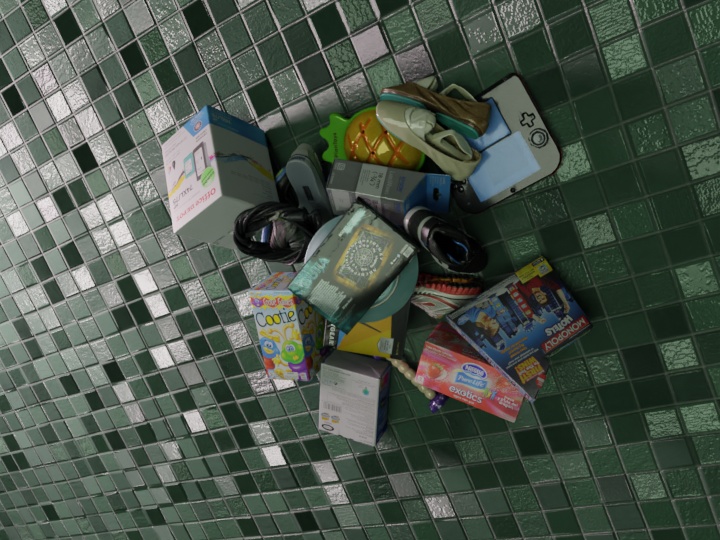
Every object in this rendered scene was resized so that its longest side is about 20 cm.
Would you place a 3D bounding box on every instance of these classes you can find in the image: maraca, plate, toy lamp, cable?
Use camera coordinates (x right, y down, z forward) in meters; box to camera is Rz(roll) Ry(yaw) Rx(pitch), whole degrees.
[{"bbox_3d":[0.020,-0.220,1.176,0.200,0.107,0.137,6,113,23],"label":"maraca"},{"bbox_3d":[0.000,0.000,1.152,0.200,0.026,0.201,2,108,5],"label":"plate"},{"bbox_3d":[0.091,0.197,1.341,0.200,0.058,0.058,42,121,2],"label":"toy lamp"},{"bbox_3d":[-0.154,-0.057,1.244,0.163,0.051,0.200,-5,154,-11],"label":"cable"}]

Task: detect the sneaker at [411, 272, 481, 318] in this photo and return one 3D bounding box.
[{"bbox_3d":[0.126,0.053,1.254,0.200,0.078,0.082,5,113,23],"label":"sneaker"}]

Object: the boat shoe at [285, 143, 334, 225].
[{"bbox_3d":[-0.088,-0.158,1.274,0.074,0.086,0.202,1,139,19],"label":"boat shoe"}]

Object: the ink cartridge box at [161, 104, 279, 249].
[{"bbox_3d":[-0.262,-0.169,1.256,0.147,0.146,0.200,-31,61,31],"label":"ink cartridge box"}]

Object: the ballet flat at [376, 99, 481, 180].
[{"bbox_3d":[0.118,-0.223,1.094,0.200,0.070,0.069,32,124,-21],"label":"ballet flat"}]

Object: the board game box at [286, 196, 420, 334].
[{"bbox_3d":[-0.013,-0.006,1.123,0.135,0.028,0.200,39,107,-6],"label":"board game box"}]

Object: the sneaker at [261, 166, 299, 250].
[{"bbox_3d":[-0.149,-0.111,1.330,0.083,0.071,0.200,9,113,1],"label":"sneaker"}]

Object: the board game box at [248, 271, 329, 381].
[{"bbox_3d":[-0.143,0.114,1.386,0.103,0.105,0.200,-1,110,24],"label":"board game box"}]

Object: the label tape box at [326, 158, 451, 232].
[{"bbox_3d":[0.051,-0.119,1.161,0.200,0.144,0.063,10,70,10],"label":"label tape box"}]

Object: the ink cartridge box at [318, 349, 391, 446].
[{"bbox_3d":[-0.014,0.280,1.409,0.136,0.076,0.200,12,113,21],"label":"ink cartridge box"}]

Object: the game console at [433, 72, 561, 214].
[{"bbox_3d":[0.221,-0.207,1.134,0.200,0.031,0.177,-28,97,30],"label":"game console"}]

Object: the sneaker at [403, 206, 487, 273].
[{"bbox_3d":[0.164,-0.027,1.133,0.200,0.112,0.073,29,101,-35],"label":"sneaker"}]

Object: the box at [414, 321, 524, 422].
[{"bbox_3d":[0.217,0.185,1.252,0.200,0.103,0.095,21,116,18],"label":"box"}]

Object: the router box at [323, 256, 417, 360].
[{"bbox_3d":[0.017,0.052,1.209,0.149,0.051,0.200,8,110,5],"label":"router box"}]

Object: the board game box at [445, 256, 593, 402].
[{"bbox_3d":[0.284,0.113,1.153,0.200,0.062,0.200,-31,73,1],"label":"board game box"}]

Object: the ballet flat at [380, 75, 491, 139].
[{"bbox_3d":[0.130,-0.284,1.120,0.200,0.068,0.072,26,81,26],"label":"ballet flat"}]
